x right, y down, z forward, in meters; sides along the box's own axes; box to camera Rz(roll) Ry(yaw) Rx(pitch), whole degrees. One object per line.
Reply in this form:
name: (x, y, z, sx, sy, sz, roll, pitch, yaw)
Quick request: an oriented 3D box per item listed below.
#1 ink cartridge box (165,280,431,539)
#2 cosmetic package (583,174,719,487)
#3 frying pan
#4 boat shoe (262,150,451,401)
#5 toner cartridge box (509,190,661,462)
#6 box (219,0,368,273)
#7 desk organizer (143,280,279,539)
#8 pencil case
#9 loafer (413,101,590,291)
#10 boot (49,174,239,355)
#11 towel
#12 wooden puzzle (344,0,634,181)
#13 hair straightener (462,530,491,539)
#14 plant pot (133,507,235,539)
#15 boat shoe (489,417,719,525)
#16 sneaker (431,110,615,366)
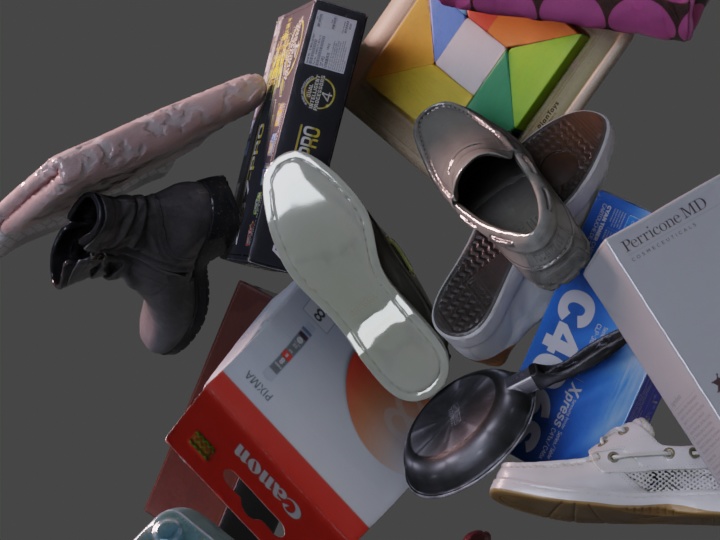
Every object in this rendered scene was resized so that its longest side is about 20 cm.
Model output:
ink cartridge box: (-0.033, 0.112, 1.642, 0.162, 0.200, 0.050, 48, 124, -8)
cosmetic package: (0.247, 0.050, 1.537, 0.101, 0.071, 0.200, -29, 77, -15)
frying pan: (0.101, 0.098, 1.607, 0.190, 0.031, 0.115, -25, 31, 35)
boat shoe: (-0.003, 0.002, 1.666, 0.072, 0.060, 0.202, -33, 94, 12)
toner cartridge box: (0.175, 0.053, 1.646, 0.095, 0.043, 0.201, 26, 95, 31)
box: (-0.053, -0.099, 1.759, 0.049, 0.161, 0.201, 14, 89, -10)
desk organizer: (-0.085, 0.115, 1.783, 0.077, 0.072, 0.201, 26, 96, 35)
pencil case: (0.157, -0.220, 1.664, 0.199, 0.094, 0.091, 14, 109, 19)
loafer: (0.092, -0.064, 1.620, 0.070, 0.070, 0.200, -43, 45, 1)
boot: (-0.181, -0.002, 1.788, 0.070, 0.131, 0.200, 63, 148, 33)
towel: (-0.188, -0.079, 1.782, 0.191, 0.200, 0.032, -32, 87, 54)
wooden puzzle: (0.085, -0.159, 1.744, 0.200, 0.037, 0.185, 43, 105, 31)
hair straightener: (0.068, 0.292, 1.672, 0.077, 0.041, 0.201, 32, 99, 33)
plant pot: (-0.113, 0.281, 1.613, 0.196, 0.200, 0.196, 33, 67, 32)
boat shoe: (0.188, 0.136, 1.582, 0.199, 0.071, 0.070, 2, 76, 2)
sneaker: (0.126, -0.022, 1.679, 0.073, 0.085, 0.200, 28, 80, 38)
